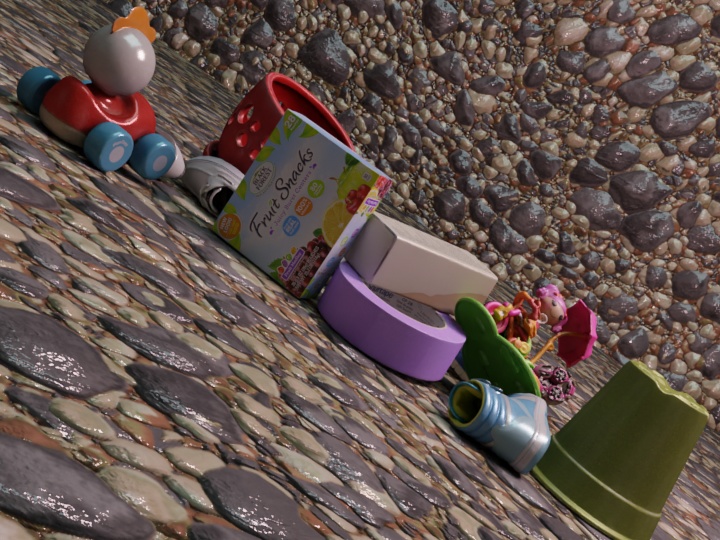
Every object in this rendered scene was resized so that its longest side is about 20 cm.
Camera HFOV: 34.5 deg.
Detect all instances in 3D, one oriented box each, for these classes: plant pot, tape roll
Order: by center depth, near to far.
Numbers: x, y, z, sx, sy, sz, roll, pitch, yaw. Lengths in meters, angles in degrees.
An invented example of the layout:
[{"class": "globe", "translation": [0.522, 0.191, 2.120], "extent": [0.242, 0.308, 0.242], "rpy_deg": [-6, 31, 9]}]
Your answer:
[{"class": "plant pot", "translation": [0.346, 0.225, 1.494], "extent": [0.200, 0.190, 0.200], "rpy_deg": [34, 9, -6]}, {"class": "tape roll", "translation": [0.043, 0.067, 1.579], "extent": [0.200, 0.066, 0.200], "rpy_deg": [28, 14, -8]}, {"class": "plant pot", "translation": [-0.133, -0.179, 1.813], "extent": [0.200, 0.182, 0.201], "rpy_deg": [41, 24, -22]}]

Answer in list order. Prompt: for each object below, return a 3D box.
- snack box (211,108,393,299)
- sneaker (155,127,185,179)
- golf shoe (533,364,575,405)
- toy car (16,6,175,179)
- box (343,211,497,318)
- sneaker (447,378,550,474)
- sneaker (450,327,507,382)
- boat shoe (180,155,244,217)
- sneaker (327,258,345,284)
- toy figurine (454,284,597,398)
[{"class": "snack box", "translation": [-0.080, -0.089, 1.580], "extent": [0.169, 0.200, 0.068], "rpy_deg": [38, 9, 18]}, {"class": "sneaker", "translation": [-0.342, -0.202, 1.710], "extent": [0.200, 0.076, 0.081], "rpy_deg": [41, -1, 15]}, {"class": "golf shoe", "translation": [0.249, 0.170, 1.911], "extent": [0.200, 0.073, 0.092], "rpy_deg": [29, -23, -5]}, {"class": "toy car", "translation": [-0.324, -0.257, 1.565], "extent": [0.184, 0.200, 0.177], "rpy_deg": [39, 15, 26]}, {"class": "box", "translation": [0.084, -0.006, 1.621], "extent": [0.200, 0.078, 0.095], "rpy_deg": [21, 16, -35]}, {"class": "sneaker", "translation": [0.170, 0.174, 1.486], "extent": [0.130, 0.080, 0.200], "rpy_deg": [35, 7, -5]}, {"class": "sneaker", "translation": [0.213, 0.111, 1.795], "extent": [0.079, 0.089, 0.200], "rpy_deg": [53, 30, 9]}, {"class": "boat shoe", "translation": [-0.202, -0.113, 1.703], "extent": [0.200, 0.074, 0.065], "rpy_deg": [24, 27, 31]}, {"class": "sneaker", "translation": [0.000, 0.000, 1.760], "extent": [0.200, 0.088, 0.076], "rpy_deg": [31, 8, 27]}, {"class": "toy figurine", "translation": [0.250, 0.089, 1.650], "extent": [0.150, 0.184, 0.200], "rpy_deg": [-14, -76, 60]}]
